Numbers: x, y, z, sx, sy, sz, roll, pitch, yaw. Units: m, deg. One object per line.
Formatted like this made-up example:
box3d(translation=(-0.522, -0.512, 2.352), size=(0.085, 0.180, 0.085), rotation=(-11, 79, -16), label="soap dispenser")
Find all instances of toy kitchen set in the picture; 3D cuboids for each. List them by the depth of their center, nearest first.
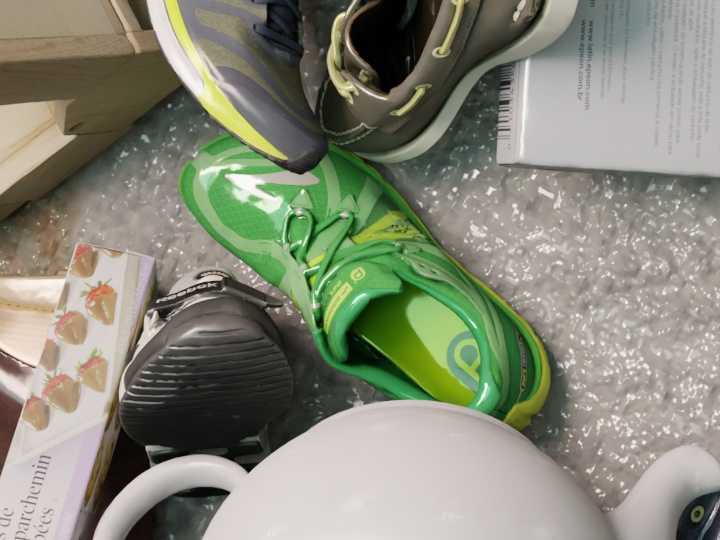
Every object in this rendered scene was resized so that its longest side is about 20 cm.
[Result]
box3d(translation=(-0.207, -0.115, 0.953), size=(0.200, 0.180, 0.164), rotation=(-33, 80, 30), label="toy kitchen set")

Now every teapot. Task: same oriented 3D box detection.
box3d(translation=(0.018, 0.123, 0.877), size=(0.199, 0.147, 0.197), rotation=(31, 127, -22), label="teapot")

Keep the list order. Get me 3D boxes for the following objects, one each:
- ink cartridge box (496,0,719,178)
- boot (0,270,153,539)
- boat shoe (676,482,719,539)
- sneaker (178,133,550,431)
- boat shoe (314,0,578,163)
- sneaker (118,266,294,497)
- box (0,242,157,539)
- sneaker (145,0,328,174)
box3d(translation=(0.161, -0.137, 0.913), size=(0.199, 0.043, 0.198), rotation=(3, 91, -13), label="ink cartridge box")
box3d(translation=(-0.189, 0.085, 1.020), size=(0.199, 0.072, 0.168), rotation=(-1, 88, 13), label="boot")
box3d(translation=(0.143, 0.143, 0.927), size=(0.199, 0.071, 0.091), rotation=(-21, 80, 11), label="boat shoe")
box3d(translation=(0.000, 0.000, 0.957), size=(0.200, 0.084, 0.074), rotation=(37, 100, 14), label="sneaker")
box3d(translation=(0.021, -0.100, 0.904), size=(0.060, 0.202, 0.073), rotation=(2, 73, -25), label="boat shoe")
box3d(translation=(-0.070, 0.033, 0.926), size=(0.074, 0.200, 0.089), rotation=(-2, 71, -8), label="sneaker")
box3d(translation=(-0.131, 0.082, 0.927), size=(0.038, 0.042, 0.201), rotation=(11, 59, 5), label="box")
box3d(translation=(-0.049, -0.135, 0.909), size=(0.081, 0.074, 0.201), rotation=(-26, 70, 18), label="sneaker")
